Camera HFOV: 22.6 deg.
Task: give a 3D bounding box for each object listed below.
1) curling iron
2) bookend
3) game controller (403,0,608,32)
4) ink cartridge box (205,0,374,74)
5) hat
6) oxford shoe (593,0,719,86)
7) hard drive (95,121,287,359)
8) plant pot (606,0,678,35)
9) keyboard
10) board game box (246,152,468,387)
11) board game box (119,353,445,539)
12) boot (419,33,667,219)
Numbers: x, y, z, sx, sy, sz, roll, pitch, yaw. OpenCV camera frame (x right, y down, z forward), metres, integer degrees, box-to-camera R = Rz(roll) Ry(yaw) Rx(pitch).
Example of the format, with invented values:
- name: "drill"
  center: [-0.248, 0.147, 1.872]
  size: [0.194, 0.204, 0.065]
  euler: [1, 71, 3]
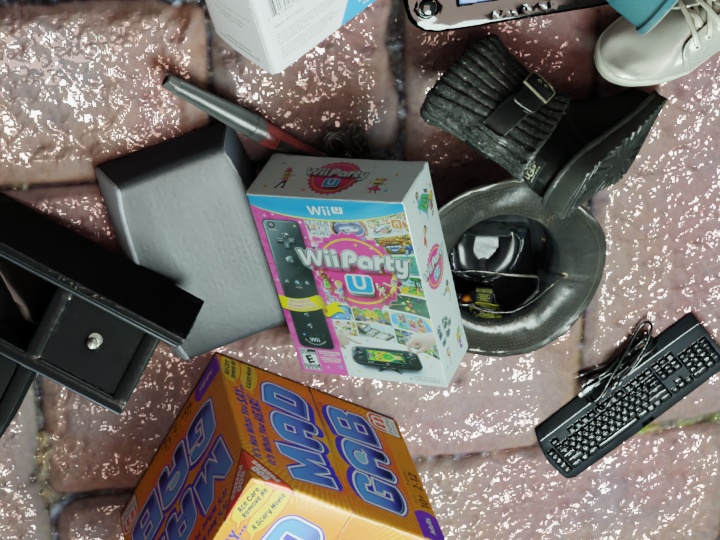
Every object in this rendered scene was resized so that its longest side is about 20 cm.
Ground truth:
- name: "curling iron"
  center: [-0.077, -0.126, 1.523]
  size: [0.200, 0.026, 0.050]
  euler: [20, 112, -24]
- name: "bookend"
  center: [-0.269, 0.073, 1.516]
  size: [0.199, 0.092, 0.200]
  euler: [29, 110, -5]
- name: "game controller"
  center: [0.129, -0.260, 1.489]
  size: [0.200, 0.042, 0.104]
  euler: [-11, 121, -9]
- name: "ink cartridge box"
  center: [-0.056, -0.273, 1.354]
  size: [0.146, 0.086, 0.200]
  euler: [-39, 141, -18]
- name: "hat"
  center: [0.123, -0.020, 1.602]
  size: [0.200, 0.081, 0.201]
  euler: [-2, 131, -3]
- name: "oxford shoe"
  center: [0.291, -0.214, 1.531]
  size: [0.200, 0.058, 0.075]
  euler: [-19, 77, -8]
- name: "hard drive"
  center: [-0.137, -0.019, 1.559]
  size: [0.135, 0.042, 0.200]
  euler: [-20, 122, -2]
- name: "plant pot"
  center: [0.199, -0.316, 1.385]
  size: [0.188, 0.200, 0.200]
  euler: [34, 108, -2]
- name: "keyboard"
  center: [0.258, 0.125, 1.740]
  size: [0.200, 0.040, 0.104]
  euler: [-39, 121, 8]
- name: "board game box"
  center: [0.000, 0.000, 1.541]
  size: [0.147, 0.064, 0.200]
  euler: [4, 129, 25]
- name: "board game box"
  center: [-0.075, 0.235, 1.625]
  size: [0.200, 0.200, 0.200]
  euler: [23, 111, -24]
- name: "boot"
  center: [0.161, -0.140, 1.537]
  size: [0.158, 0.211, 0.079]
  euler: [38, 125, 15]
